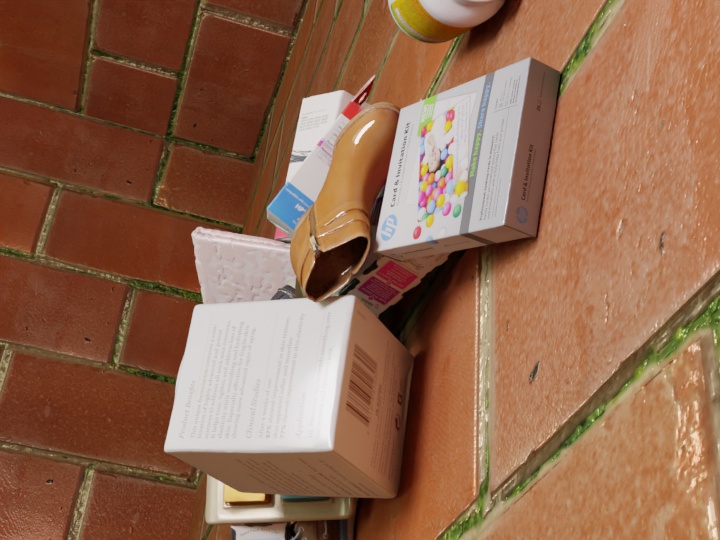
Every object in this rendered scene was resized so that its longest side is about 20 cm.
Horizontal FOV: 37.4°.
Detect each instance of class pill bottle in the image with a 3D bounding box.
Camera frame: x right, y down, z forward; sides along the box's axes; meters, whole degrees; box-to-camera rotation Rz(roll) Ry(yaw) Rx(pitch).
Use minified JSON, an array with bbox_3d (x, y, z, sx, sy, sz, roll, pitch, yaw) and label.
[{"bbox_3d":[0.103,-0.321,1.183,0.200,0.110,0.112,-161,85,-78],"label":"pill bottle"}]

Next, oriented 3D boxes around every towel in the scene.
[{"bbox_3d":[-0.126,0.042,1.413,0.032,0.190,0.201,-56,-32,-51],"label":"towel"}]

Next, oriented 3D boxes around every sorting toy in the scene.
[{"bbox_3d":[-0.099,0.205,1.270,0.036,0.199,0.186,42,-136,-61],"label":"sorting toy"}]

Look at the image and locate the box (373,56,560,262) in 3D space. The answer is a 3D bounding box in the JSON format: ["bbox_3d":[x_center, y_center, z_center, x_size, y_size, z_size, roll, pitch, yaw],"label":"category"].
[{"bbox_3d":[0.095,-0.097,0.991,0.200,0.041,0.157,-10,65,58],"label":"box"}]

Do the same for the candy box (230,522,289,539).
[{"bbox_3d":[-0.120,0.402,1.343,0.168,0.071,0.202,157,110,-87],"label":"candy box"}]

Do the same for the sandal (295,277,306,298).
[{"bbox_3d":[-0.012,0.066,1.258,0.200,0.054,0.080,53,128,17],"label":"sandal"}]

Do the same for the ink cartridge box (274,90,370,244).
[{"bbox_3d":[-0.018,-0.117,1.406,0.084,0.144,0.201,-3,71,48],"label":"ink cartridge box"}]

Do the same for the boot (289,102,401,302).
[{"bbox_3d":[-0.005,-0.068,1.096,0.201,0.073,0.155,-59,16,18],"label":"boot"}]

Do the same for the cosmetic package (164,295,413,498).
[{"bbox_3d":[-0.070,0.137,1.130,0.166,0.199,0.168,46,-134,-53],"label":"cosmetic package"}]

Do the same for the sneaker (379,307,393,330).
[{"bbox_3d":[0.000,0.000,1.315,0.099,0.070,0.201,22,105,36],"label":"sneaker"}]

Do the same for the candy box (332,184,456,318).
[{"bbox_3d":[0.032,-0.037,1.167,0.200,0.061,0.137,-43,30,34],"label":"candy box"}]

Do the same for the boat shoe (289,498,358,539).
[{"bbox_3d":[-0.048,0.314,1.275,0.072,0.072,0.201,127,154,-62],"label":"boat shoe"}]

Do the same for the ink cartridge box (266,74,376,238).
[{"bbox_3d":[-0.025,-0.124,1.257,0.200,0.067,0.116,-52,2,-5],"label":"ink cartridge box"}]

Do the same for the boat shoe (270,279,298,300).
[{"bbox_3d":[-0.061,0.110,1.338,0.063,0.201,0.072,-36,23,-25],"label":"boat shoe"}]
